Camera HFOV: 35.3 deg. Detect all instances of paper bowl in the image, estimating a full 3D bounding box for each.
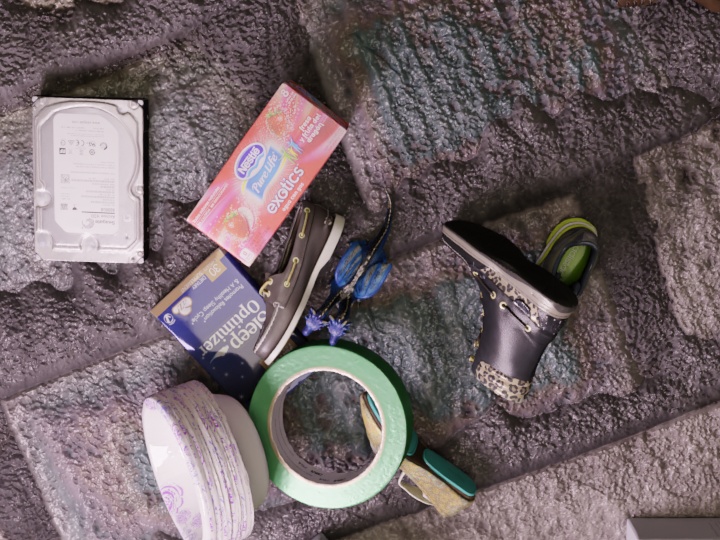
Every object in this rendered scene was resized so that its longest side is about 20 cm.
[{"bbox_3d":[-0.182,0.232,1.372,0.104,0.200,0.203,-17,101,-26],"label":"paper bowl"}]

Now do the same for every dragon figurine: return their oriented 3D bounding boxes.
[{"bbox_3d":[0.000,0.000,1.368,0.059,0.099,0.201,33,94,-5],"label":"dragon figurine"}]

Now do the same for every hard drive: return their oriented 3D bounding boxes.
[{"bbox_3d":[-0.330,-0.111,1.386,0.138,0.038,0.202,3,101,1],"label":"hard drive"}]

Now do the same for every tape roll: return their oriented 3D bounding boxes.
[{"bbox_3d":[-0.037,0.186,1.381,0.198,0.048,0.203,2,97,12],"label":"tape roll"}]

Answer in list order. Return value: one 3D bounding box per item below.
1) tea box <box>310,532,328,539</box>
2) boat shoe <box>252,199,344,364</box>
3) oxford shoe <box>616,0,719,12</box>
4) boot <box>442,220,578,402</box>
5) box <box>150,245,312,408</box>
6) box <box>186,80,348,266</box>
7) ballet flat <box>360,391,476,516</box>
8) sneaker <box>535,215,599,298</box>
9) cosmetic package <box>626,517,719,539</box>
[{"bbox_3d":[-0.041,0.473,1.410,0.133,0.197,0.200,-38,98,7],"label":"tea box"},{"bbox_3d":[-0.088,0.013,1.372,0.060,0.072,0.203,27,80,-12],"label":"boat shoe"},{"bbox_3d":[0.338,-0.341,1.324,0.198,0.073,0.085,23,117,-1],"label":"oxford shoe"},{"bbox_3d":[0.154,0.046,1.364,0.203,0.073,0.155,39,123,34],"label":"boot"},{"bbox_3d":[-0.152,0.082,1.423,0.121,0.032,0.200,-41,98,7],"label":"box"},{"bbox_3d":[-0.107,-0.118,1.349,0.094,0.103,0.201,36,100,-5],"label":"box"},{"bbox_3d":[0.059,0.239,1.435,0.200,0.071,0.071,42,98,-7],"label":"ballet flat"},{"bbox_3d":[0.229,0.030,1.381,0.073,0.081,0.201,24,100,-3],"label":"sneaker"},{"bbox_3d":[0.445,0.376,1.448,0.198,0.071,0.103,-1,101,2],"label":"cosmetic package"}]
